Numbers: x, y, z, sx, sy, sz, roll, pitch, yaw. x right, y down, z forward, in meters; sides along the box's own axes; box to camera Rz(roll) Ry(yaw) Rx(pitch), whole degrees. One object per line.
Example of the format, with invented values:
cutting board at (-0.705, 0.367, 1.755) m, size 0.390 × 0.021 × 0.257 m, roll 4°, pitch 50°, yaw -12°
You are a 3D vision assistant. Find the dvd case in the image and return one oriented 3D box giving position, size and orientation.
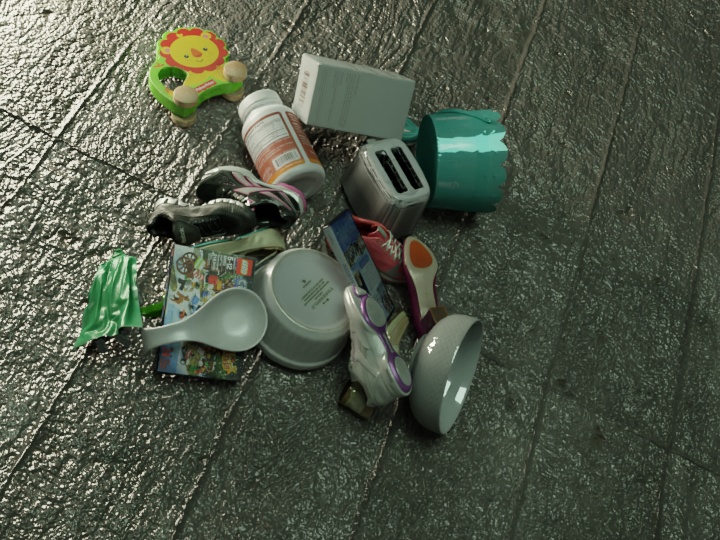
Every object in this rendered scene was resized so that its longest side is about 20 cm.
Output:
dvd case at (0.000, 0.000, 1.630) m, size 0.202 × 0.017 × 0.143 m, roll 64°, pitch 17°, yaw -8°

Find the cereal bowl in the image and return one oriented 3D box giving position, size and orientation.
cereal bowl at (0.131, 0.164, 1.573) m, size 0.082 × 0.202 × 0.201 m, roll 17°, pitch 50°, yaw 19°

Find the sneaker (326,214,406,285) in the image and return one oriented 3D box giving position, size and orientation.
sneaker at (0.037, -0.040, 1.725) m, size 0.198 × 0.087 × 0.074 m, roll 23°, pitch 53°, yaw -6°

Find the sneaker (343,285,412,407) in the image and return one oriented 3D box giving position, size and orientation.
sneaker at (0.005, 0.122, 1.523) m, size 0.074 × 0.099 × 0.202 m, roll 5°, pitch 57°, yaw -55°

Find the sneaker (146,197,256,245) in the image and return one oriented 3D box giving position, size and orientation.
sneaker at (-0.272, -0.075, 1.597) m, size 0.197 × 0.067 × 0.091 m, roll 4°, pitch 35°, yaw 18°

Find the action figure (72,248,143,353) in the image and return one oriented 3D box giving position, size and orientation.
action figure at (-0.390, 0.038, 1.521) m, size 0.117 × 0.055 × 0.202 m, roll -13°, pitch 46°, yaw 6°

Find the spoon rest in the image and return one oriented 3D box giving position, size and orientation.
spoon rest at (-0.237, 0.087, 1.471) m, size 0.198 × 0.061 × 0.101 m, roll -13°, pitch 89°, yaw -20°

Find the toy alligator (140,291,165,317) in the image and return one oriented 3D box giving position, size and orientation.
toy alligator at (-0.260, 0.059, 1.568) m, size 0.197 × 0.054 × 0.060 m, roll 2°, pitch 58°, yaw -20°

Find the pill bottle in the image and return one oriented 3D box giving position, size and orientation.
pill bottle at (-0.152, -0.231, 1.761) m, size 0.111 × 0.113 × 0.202 m, roll -14°, pitch 64°, yaw -28°

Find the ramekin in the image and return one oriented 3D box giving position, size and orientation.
ramekin at (-0.094, 0.055, 1.594) m, size 0.200 × 0.094 × 0.205 m, roll 15°, pitch 53°, yaw -20°

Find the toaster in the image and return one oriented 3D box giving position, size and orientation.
toaster at (0.051, -0.148, 1.774) m, size 0.112 × 0.130 × 0.202 m, roll -15°, pitch 65°, yaw -27°

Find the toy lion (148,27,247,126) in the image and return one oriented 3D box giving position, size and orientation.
toy lion at (-0.328, -0.389, 1.835) m, size 0.191 × 0.069 × 0.199 m, roll 41°, pitch 54°, yaw 17°

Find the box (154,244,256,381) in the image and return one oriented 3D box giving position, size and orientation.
box at (-0.247, 0.069, 1.522) m, size 0.135 × 0.038 × 0.203 m, roll 9°, pitch 81°, yaw -18°

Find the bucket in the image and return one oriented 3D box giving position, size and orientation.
bucket at (0.188, -0.210, 1.826) m, size 0.133 × 0.208 × 0.210 m, roll 0°, pitch 58°, yaw -11°

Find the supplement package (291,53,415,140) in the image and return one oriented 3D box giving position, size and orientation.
supplement package at (-0.015, -0.327, 1.801) m, size 0.197 × 0.118 × 0.117 m, roll 7°, pitch 17°, yaw -22°

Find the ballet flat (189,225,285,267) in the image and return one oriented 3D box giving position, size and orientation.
ballet flat at (-0.216, -0.027, 1.639) m, size 0.198 × 0.070 × 0.070 m, roll -18°, pitch 66°, yaw -30°

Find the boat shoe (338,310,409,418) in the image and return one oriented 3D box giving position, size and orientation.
boat shoe at (0.037, 0.158, 1.610) m, size 0.065 × 0.072 × 0.201 m, roll 34°, pitch 59°, yaw -2°

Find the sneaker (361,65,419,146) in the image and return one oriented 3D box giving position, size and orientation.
sneaker at (0.045, -0.329, 1.920) m, size 0.200 × 0.080 × 0.077 m, roll 44°, pitch 54°, yaw 10°

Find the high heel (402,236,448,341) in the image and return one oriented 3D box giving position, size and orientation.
high heel at (0.102, 0.041, 1.695) m, size 0.067 × 0.096 × 0.202 m, roll 1°, pitch 56°, yaw -20°

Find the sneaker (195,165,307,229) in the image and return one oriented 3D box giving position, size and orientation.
sneaker at (-0.196, -0.122, 1.663) m, size 0.197 × 0.081 × 0.087 m, roll 10°, pitch 34°, yaw 8°
